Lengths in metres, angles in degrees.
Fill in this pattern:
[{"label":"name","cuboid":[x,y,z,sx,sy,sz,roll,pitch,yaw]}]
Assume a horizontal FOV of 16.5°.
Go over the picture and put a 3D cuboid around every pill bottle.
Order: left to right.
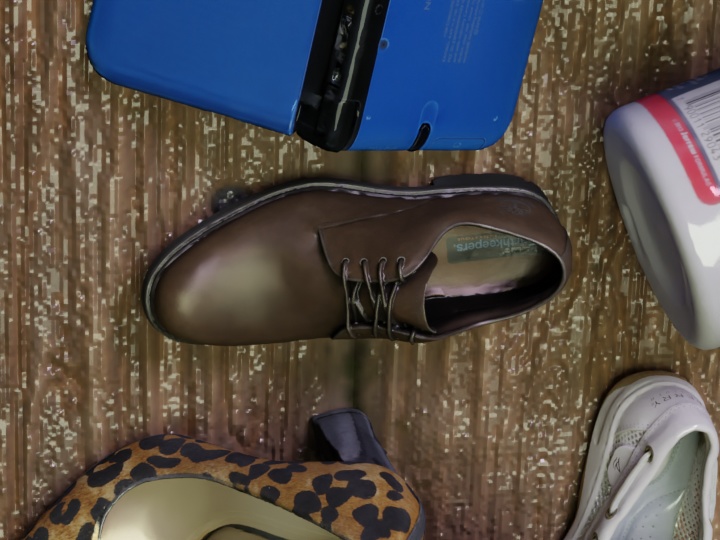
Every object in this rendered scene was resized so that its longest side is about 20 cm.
[{"label":"pill bottle","cuboid":[0.224,-0.052,1.139,0.200,0.120,0.120,-21,112,-4]}]

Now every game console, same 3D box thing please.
[{"label":"game console","cuboid":[-0.006,-0.164,1.106,0.171,0.118,0.200,-3,113,-44]}]

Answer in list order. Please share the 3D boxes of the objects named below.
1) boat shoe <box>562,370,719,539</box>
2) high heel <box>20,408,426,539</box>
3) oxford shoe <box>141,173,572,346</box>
[{"label":"boat shoe","cuboid":[0.135,0.152,1.218,0.071,0.069,0.200,1,110,-16]},{"label":"high heel","cuboid":[-0.072,0.128,1.127,0.200,0.143,0.071,-21,112,-4]},{"label":"oxford shoe","cuboid":[0.000,0.000,1.131,0.200,0.084,0.073,-11,113,-6]}]
